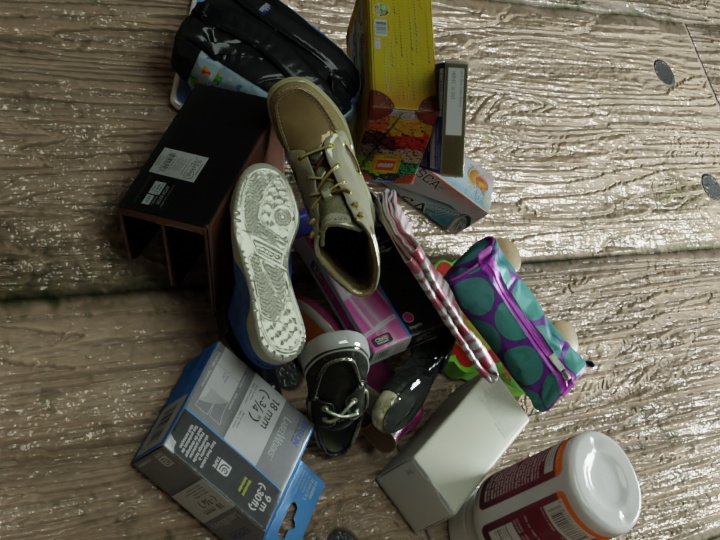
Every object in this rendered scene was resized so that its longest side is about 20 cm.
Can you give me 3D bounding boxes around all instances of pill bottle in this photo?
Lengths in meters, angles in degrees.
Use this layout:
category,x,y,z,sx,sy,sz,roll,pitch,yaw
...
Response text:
category,x,y,z,sx,sy,sz,roll,pitch,yaw
pill bottle,0.195,0.259,1.694,0.113,0.199,0.115,23,52,-33

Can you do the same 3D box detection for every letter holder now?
category,x,y,z,sx,sy,sz,roll,pitch,yaw
letter holder,-0.158,-0.071,1.633,0.099,0.143,0.201,13,48,15

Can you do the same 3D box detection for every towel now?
category,x,y,z,sx,sy,sz,roll,pitch,yaw
towel,0.084,0.017,1.684,0.201,0.030,0.147,55,5,-32

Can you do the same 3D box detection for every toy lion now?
category,x,y,z,sx,sy,sz,roll,pitch,yaw
toy lion,0.149,0.068,1.880,0.201,0.068,0.192,53,48,-6

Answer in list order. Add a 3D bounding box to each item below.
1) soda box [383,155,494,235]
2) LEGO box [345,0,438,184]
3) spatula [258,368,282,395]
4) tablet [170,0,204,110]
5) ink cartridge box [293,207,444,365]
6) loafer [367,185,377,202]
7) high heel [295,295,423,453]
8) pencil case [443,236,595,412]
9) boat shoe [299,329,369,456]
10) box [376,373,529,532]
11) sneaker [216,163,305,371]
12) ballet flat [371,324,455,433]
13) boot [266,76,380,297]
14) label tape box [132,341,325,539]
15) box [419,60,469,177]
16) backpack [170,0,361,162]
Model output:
category,x,y,z,sx,sy,sz,roll,pitch,yaw
soda box,0.069,-0.130,1.911,0.199,0.068,0.064,35,48,-24
LEGO box,0.033,-0.224,1.778,0.076,0.149,0.202,3,62,-9
spatula,-0.108,0.049,1.660,0.056,0.021,0.202,-1,69,-31
tablet,-0.151,-0.235,1.801,0.129,0.014,0.202,30,47,-28
ink cartridge box,0.000,0.000,1.689,0.094,0.037,0.201,-21,65,-27
loafer,0.024,-0.023,1.783,0.200,0.068,0.076,47,62,-1
high heel,-0.003,0.097,1.704,0.200,0.067,0.096,50,35,-5
pencil case,0.180,0.061,1.813,0.085,0.092,0.201,-40,99,-17
boat shoe,-0.020,0.126,1.580,0.070,0.201,0.064,-10,61,-6
box,0.106,0.198,1.745,0.083,0.068,0.200,54,41,-3
sneaker,-0.106,0.001,1.573,0.076,0.111,0.203,-5,79,-25
ballet flat,0.049,0.114,1.679,0.056,0.067,0.200,21,30,12
boot,-0.034,-0.085,1.576,0.155,0.071,0.201,-96,162,-62
label tape box,-0.109,0.190,1.542,0.200,0.063,0.145,42,44,-16
box,0.092,-0.171,1.759,0.032,0.200,0.123,1,96,-6
backpack,-0.094,-0.214,1.733,0.198,0.155,0.164,23,44,8
